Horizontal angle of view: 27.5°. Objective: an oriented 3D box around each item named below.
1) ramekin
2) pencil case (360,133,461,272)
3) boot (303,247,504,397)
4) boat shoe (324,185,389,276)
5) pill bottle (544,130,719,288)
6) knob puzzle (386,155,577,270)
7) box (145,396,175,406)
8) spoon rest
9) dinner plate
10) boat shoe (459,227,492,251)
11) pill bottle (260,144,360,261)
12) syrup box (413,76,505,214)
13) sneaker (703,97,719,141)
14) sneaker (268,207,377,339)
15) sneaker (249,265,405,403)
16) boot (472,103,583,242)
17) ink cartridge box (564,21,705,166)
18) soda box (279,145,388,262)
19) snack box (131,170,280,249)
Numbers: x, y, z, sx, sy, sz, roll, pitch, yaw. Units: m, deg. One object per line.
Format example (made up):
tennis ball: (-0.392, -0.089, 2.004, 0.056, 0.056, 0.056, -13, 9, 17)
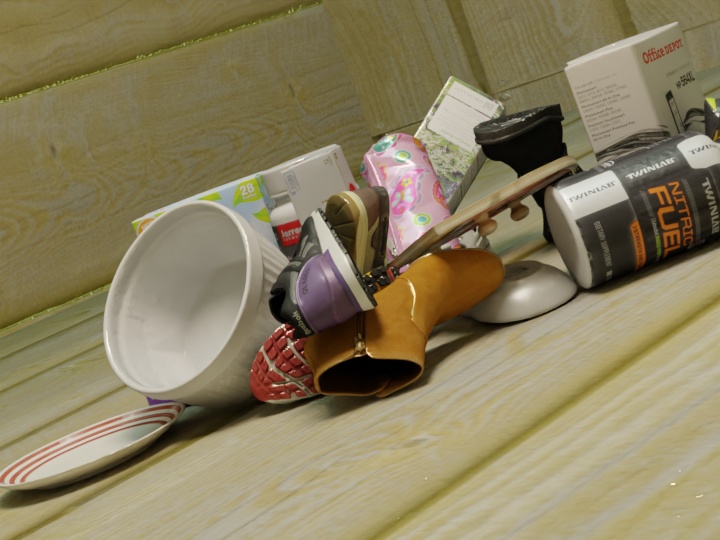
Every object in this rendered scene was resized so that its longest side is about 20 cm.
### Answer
ramekin: (-0.150, 0.042, 1.462, 0.199, 0.202, 0.105, -16, -30, 34)
pencil case: (0.055, -0.059, 1.624, 0.087, 0.088, 0.201, -20, 49, 7)
boot: (0.048, 0.053, 1.309, 0.200, 0.071, 0.144, -17, 26, -2)
boat shoe: (0.000, -0.001, 1.506, 0.066, 0.202, 0.072, -20, 47, -25)
pill bottle: (0.283, -0.066, 1.388, 0.199, 0.107, 0.106, -22, 7, -5)
knob puzzle: (0.134, -0.055, 1.430, 0.219, 0.031, 0.220, -30, -4, -2)
box: (-0.125, 0.096, 1.619, 0.199, 0.039, 0.137, -19, 8, 18)
spoon rest: (0.133, 0.020, 1.441, 0.099, 0.061, 0.200, -25, 21, -24)
dinner plate: (-0.264, 0.178, 1.453, 0.199, 0.024, 0.200, -21, 7, 3)
boat shoe: (0.110, -0.022, 1.705, 0.071, 0.066, 0.200, -11, 12, 23)
pill bottle: (-0.038, -0.035, 1.700, 0.113, 0.201, 0.114, -20, 7, 2)
syrup box: (0.093, -0.121, 1.758, 0.201, 0.078, 0.081, -59, -11, -9)
sneaker: (0.404, -0.132, 1.494, 0.080, 0.075, 0.200, -7, -12, 32)
sneaker: (-0.050, 0.004, 1.334, 0.087, 0.076, 0.200, -31, 16, 1)
sneaker: (-0.025, 0.075, 1.420, 0.199, 0.078, 0.082, -30, -16, -33)
boot: (0.208, -0.107, 1.700, 0.079, 0.159, 0.211, -13, 3, 29)
ink cartridge box: (0.306, -0.145, 1.539, 0.084, 0.201, 0.146, -16, 9, 35)
soda box: (-0.017, -0.031, 1.603, 0.063, 0.201, 0.068, -21, 7, 12)
snack box: (-0.159, 0.003, 1.766, 0.168, 0.201, 0.068, -19, 6, 14)
